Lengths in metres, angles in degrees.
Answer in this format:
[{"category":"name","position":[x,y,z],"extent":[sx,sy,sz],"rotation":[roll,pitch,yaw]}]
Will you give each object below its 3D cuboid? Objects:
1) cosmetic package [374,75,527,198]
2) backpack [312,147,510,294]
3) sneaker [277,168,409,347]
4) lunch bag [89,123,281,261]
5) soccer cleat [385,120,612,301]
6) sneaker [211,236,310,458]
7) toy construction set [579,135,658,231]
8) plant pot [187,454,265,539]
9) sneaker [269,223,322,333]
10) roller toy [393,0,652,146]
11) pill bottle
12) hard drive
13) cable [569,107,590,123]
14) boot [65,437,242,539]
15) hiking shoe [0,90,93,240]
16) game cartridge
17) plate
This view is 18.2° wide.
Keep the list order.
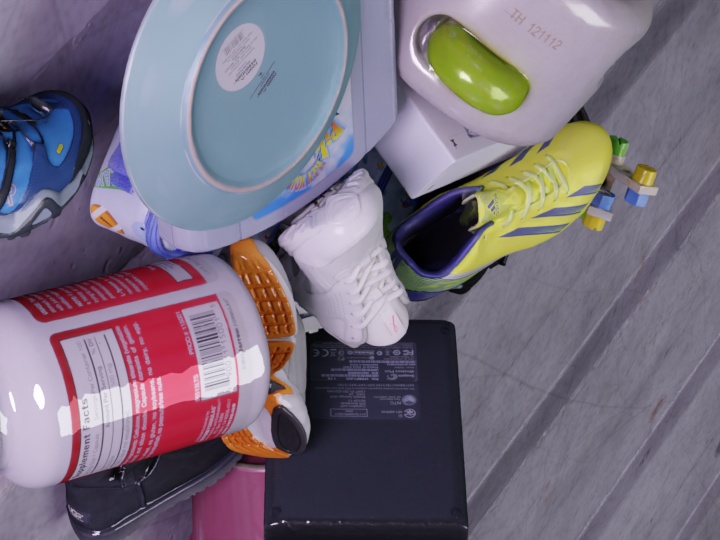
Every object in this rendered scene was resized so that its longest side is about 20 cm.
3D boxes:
[{"category":"cosmetic package","position":[0.055,-0.142,1.596],"extent":[0.052,0.151,0.200],"rotation":[-38,173,32]},{"category":"backpack","position":[0.050,-0.065,1.707],"extent":[0.164,0.153,0.200],"rotation":[-61,172,14]},{"category":"sneaker","position":[0.000,0.000,1.475],"extent":[0.078,0.099,0.200],"rotation":[-40,173,-11]},{"category":"lunch bag","position":[-0.090,-0.097,1.431],"extent":[0.160,0.075,0.201],"rotation":[4,108,-63]},{"category":"soccer cleat","position":[0.101,-0.045,1.593],"extent":[0.199,0.065,0.084],"rotation":[-33,165,-12]},{"category":"sneaker","position":[-0.072,0.034,1.486],"extent":[0.201,0.075,0.092],"rotation":[87,5,-50]},{"category":"toy construction set","position":[0.158,-0.096,1.869],"extent":[0.200,0.130,0.093],"rotation":[-143,-113,-75]},{"category":"plant pot","position":[-0.047,0.179,1.684],"extent":[0.200,0.199,0.180],"rotation":[-44,135,-40]},{"category":"sneaker","position":[-0.055,-0.001,1.615],"extent":[0.200,0.076,0.081],"rotation":[-27,128,-58]},{"category":"roller toy","position":[0.096,-0.191,1.501],"extent":[0.182,0.201,0.140],"rotation":[7,133,-50]},{"category":"pill bottle","position":[-0.163,0.063,1.325],"extent":[0.199,0.112,0.113],"rotation":[-14,131,-31]},{"category":"hard drive","position":[0.002,0.113,1.582],"extent":[0.201,0.138,0.033],"rotation":[-91,-177,-49]},{"category":"cable","position":[0.138,-0.163,1.767],"extent":[0.201,0.050,0.097],"rotation":[66,26,-13]},{"category":"boot","position":[-0.141,0.076,1.500],"extent":[0.165,0.065,0.201],"rotation":[-41,146,-29]},{"category":"hiking shoe","position":[-0.210,-0.061,1.202],"extent":[0.200,0.074,0.087],"rotation":[-38,147,-47]},{"category":"game cartridge","position":[-0.049,-0.099,1.387],"extent":[0.200,0.040,0.134],"rotation":[-36,142,-34]},{"category":"plate","position":[-0.060,-0.113,1.307],"extent":[0.200,0.025,0.201],"rotation":[-33,137,-37]}]
